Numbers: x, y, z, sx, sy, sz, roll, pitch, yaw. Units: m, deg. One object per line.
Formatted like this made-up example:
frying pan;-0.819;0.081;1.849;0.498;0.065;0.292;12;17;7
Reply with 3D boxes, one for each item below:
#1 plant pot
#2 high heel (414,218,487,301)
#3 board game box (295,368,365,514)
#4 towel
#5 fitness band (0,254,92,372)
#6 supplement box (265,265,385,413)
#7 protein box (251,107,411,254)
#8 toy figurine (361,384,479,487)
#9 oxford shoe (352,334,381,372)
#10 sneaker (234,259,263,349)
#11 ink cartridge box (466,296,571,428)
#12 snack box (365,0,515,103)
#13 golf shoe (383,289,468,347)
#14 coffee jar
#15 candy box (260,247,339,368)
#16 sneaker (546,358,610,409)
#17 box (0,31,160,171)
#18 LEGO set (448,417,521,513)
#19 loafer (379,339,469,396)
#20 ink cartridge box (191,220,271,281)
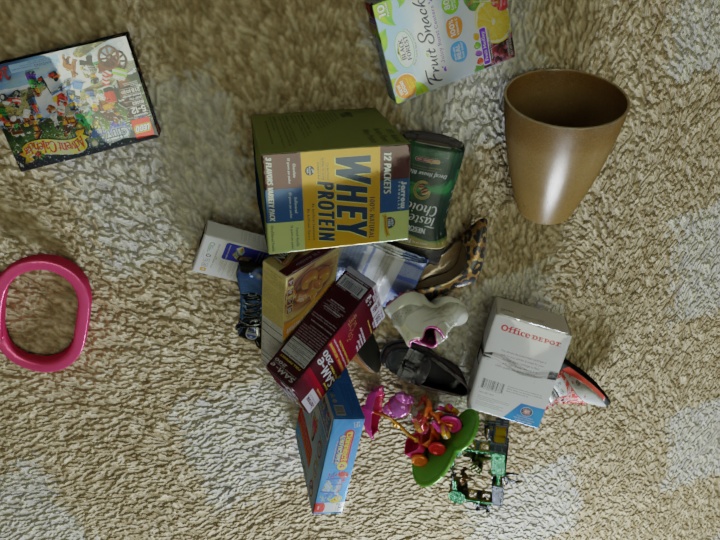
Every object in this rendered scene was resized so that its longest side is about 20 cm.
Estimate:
plant pot;0.307;-0.183;0.989;0.181;0.189;0.204;-11;133;-9
high heel;0.132;-0.010;1.069;0.139;0.072;0.204;9;122;-25
board game box;-0.059;0.274;1.089;0.054;0.201;0.201;4;116;-17
towel;0.000;0.000;1.017;0.194;0.024;0.148;17;137;-6
fitness band;-0.496;0.069;0.969;0.140;0.038;0.205;10;114;-19
supplement box;-0.048;0.106;0.954;0.201;0.060;0.110;-50;152;-18
protein box;-0.048;-0.136;0.891;0.194;0.200;0.139;-6;118;-11
toy figurine;0.092;0.283;1.166;0.182;0.152;0.200;33;130;-16
oxford shoe;-0.032;0.116;1.107;0.070;0.072;0.201;-21;126;31
sneaker;-0.155;0.061;0.978;0.076;0.091;0.202;10;146;15
ink cartridge box;0.293;0.171;1.169;0.140;0.085;0.205;15;112;5
snack box;0.119;-0.351;0.912;0.195;0.053;0.145;-21;118;-3
golf shoe;0.121;0.091;1.044;0.197;0.093;0.075;7;141;-44
coffee jar;0.100;-0.112;1.000;0.101;0.086;0.206;10;115;5
candy box;-0.094;0.055;0.952;0.114;0.055;0.204;-32;141;-41
sneaker;0.415;0.247;1.276;0.199;0.068;0.109;34;105;-22
box;-0.390;-0.229;0.849;0.194;0.038;0.140;-16;118;-6
LEGO set;0.248;0.386;1.297;0.149;0.116;0.205;-5;117;22
loafer;0.126;0.186;1.162;0.197;0.063;0.073;24;100;-30
ink cartridge box;-0.162;-0.014;0.994;0.195;0.038;0.095;17;139;-19
